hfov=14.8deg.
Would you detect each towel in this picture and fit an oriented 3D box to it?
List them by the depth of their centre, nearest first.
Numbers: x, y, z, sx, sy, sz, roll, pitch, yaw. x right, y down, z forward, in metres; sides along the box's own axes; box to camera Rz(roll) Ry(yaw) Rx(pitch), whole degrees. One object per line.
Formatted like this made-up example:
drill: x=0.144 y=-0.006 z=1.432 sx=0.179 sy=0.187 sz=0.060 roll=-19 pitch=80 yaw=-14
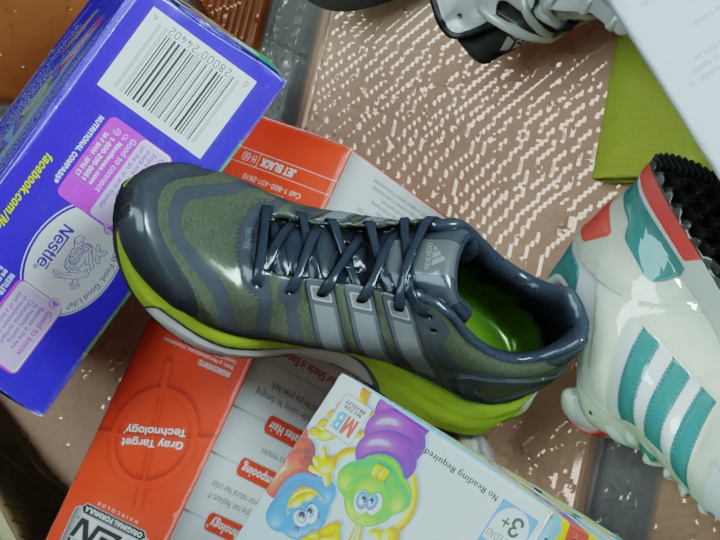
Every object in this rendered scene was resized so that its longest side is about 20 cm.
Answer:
towel: x=0.151 y=-0.131 z=1.162 sx=0.086 sy=0.018 sz=0.200 roll=1 pitch=73 yaw=36

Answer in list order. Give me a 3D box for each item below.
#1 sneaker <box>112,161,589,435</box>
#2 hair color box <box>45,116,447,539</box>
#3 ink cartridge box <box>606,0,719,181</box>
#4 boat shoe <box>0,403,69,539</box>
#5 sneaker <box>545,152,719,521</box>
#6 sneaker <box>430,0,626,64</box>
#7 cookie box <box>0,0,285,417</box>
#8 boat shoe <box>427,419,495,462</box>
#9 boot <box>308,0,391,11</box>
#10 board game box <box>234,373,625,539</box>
sneaker: x=0.000 y=0.000 z=1.059 sx=0.081 sy=0.200 sz=0.074 roll=-35 pitch=44 yaw=52
hair color box: x=-0.043 y=0.047 z=1.153 sx=0.061 sy=0.102 sz=0.200 roll=20 pitch=82 yaw=35
ink cartridge box: x=0.200 y=-0.111 z=1.030 sx=0.198 sy=0.047 sz=0.200 roll=-32 pitch=87 yaw=9
boat shoe: x=-0.166 y=0.113 z=1.223 sx=0.065 sy=0.071 sz=0.200 roll=-51 pitch=48 yaw=11
sneaker: x=0.132 y=0.057 z=1.080 sx=0.093 sy=0.070 sz=0.200 roll=-40 pitch=58 yaw=33
sneaker: x=0.103 y=-0.112 z=1.147 sx=0.201 sy=0.076 sz=0.115 roll=53 pitch=122 yaw=32
cookie box: x=-0.118 y=-0.042 z=1.178 sx=0.171 sy=0.075 sz=0.200 roll=-54 pitch=12 yaw=3
boat shoe: x=-0.022 y=0.141 z=1.111 sx=0.200 sy=0.072 sz=0.076 roll=-60 pitch=12 yaw=-11
boot: x=0.041 y=-0.196 z=1.227 sx=0.200 sy=0.074 sz=0.075 roll=-44 pitch=38 yaw=4
board game box: x=0.048 y=0.129 z=1.010 sx=0.105 sy=0.200 sz=0.103 roll=32 pitch=90 yaw=34
